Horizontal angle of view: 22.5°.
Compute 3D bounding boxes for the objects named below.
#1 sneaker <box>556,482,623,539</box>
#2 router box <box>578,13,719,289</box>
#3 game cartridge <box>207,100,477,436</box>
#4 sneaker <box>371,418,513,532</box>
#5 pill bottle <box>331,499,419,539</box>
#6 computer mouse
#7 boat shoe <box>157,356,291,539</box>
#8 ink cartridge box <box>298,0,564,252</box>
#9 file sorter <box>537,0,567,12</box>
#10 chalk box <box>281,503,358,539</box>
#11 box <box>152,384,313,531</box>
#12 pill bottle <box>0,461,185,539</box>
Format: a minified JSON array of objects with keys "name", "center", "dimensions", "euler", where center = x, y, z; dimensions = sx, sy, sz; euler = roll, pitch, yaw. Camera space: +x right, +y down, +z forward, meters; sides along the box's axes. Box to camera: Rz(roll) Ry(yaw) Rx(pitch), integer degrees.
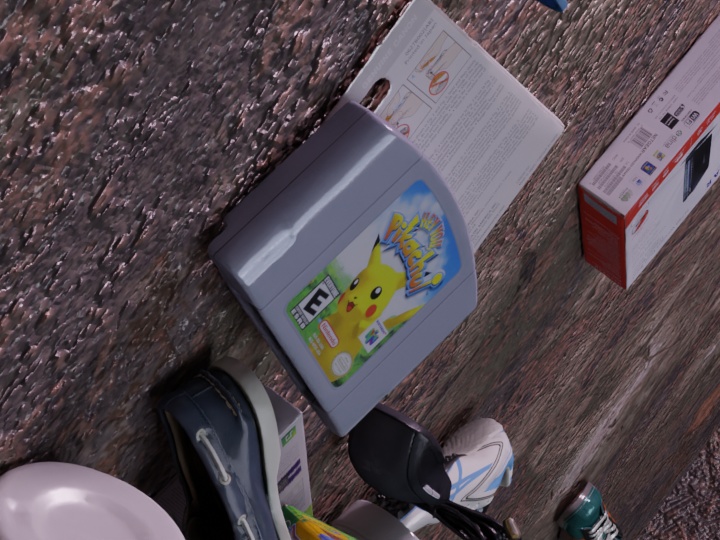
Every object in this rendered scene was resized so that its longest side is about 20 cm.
[{"name":"sneaker","center":[0.304,0.334,2.338],"dimensions":[0.071,0.080,0.200],"euler":[-49,161,-11]},{"name":"router box","center":[0.265,-0.099,1.527],"dimensions":[0.200,0.049,0.180],"euler":[-50,161,-9]},{"name":"game cartridge","center":[0.000,0.000,1.017],"dimensions":[0.133,0.040,0.200],"euler":[-47,145,-12]},{"name":"sneaker","center":[0.075,0.188,1.537],"dimensions":[0.072,0.073,0.200],"euler":[-20,-175,36]},{"name":"pill bottle","center":[-0.035,0.280,1.396],"dimensions":[0.200,0.114,0.114],"euler":[-45,160,-23]},{"name":"computer mouse","center":[0.053,0.169,1.357],"dimensions":[0.046,0.140,0.200],"euler":[-57,163,-17]},{"name":"boat shoe","center":[-0.077,0.147,1.057],"dimensions":[0.062,0.075,0.200],"euler":[-26,129,-30]},{"name":"ink cartridge box","center":[0.021,-0.065,1.051],"dimensions":[0.161,0.050,0.200],"euler":[-54,143,3]},{"name":"file sorter","center":[0.085,-0.229,0.759],"dimensions":[0.200,0.123,0.139],"euler":[-53,161,3]},{"name":"chalk box","center":[-0.013,0.242,1.179],"dimensions":[0.124,0.124,0.200],"euler":[-61,-154,0]},{"name":"box","center":[-0.093,0.174,1.196],"dimensions":[0.144,0.036,0.200],"euler":[-45,159,-21]},{"name":"pill bottle","center":[-0.176,0.209,0.939],"dimensions":[0.114,0.114,0.200],"euler":[-19,141,-59]}]
